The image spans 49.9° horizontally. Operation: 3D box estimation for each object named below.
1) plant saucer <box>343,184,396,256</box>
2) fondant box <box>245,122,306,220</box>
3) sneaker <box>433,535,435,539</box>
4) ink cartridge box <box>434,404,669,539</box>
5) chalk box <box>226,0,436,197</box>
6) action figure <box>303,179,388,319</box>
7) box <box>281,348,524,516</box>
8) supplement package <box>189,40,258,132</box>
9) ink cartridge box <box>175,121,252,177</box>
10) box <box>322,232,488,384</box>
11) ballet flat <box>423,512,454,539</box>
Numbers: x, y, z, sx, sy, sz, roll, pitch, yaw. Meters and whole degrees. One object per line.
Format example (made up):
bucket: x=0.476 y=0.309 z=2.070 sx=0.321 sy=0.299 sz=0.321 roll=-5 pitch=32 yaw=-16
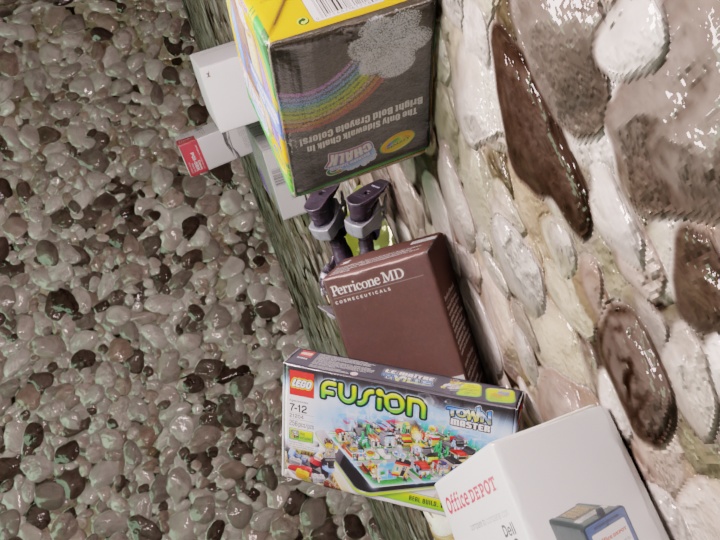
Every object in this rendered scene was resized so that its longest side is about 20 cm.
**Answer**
plant saucer: x=0.018 y=-0.005 z=0.960 sx=0.200 sy=0.031 sz=0.202 roll=159 pitch=91 yaw=-81
fondant box: x=-0.168 y=-0.205 z=1.537 sx=0.200 sy=0.058 sz=0.146 roll=-124 pitch=16 yaw=-60
sneaker: x=0.142 y=0.420 z=0.984 sx=0.088 sy=0.073 sz=0.202 roll=-162 pitch=52 yaw=-81
ink cartridge box: x=0.133 y=0.204 z=0.487 sx=0.146 sy=0.086 sz=0.202 roll=112 pitch=141 yaw=-64
chalk box: x=-0.023 y=-0.152 z=0.599 sx=0.201 sy=0.123 sz=0.125 roll=88 pitch=160 yaw=-58
action figure: x=0.000 y=0.000 z=0.851 sx=0.129 sy=0.069 sz=0.202 roll=12 pitch=131 yaw=26
box: x=0.030 y=0.137 z=0.643 sx=0.035 sy=0.198 sz=0.112 roll=-38 pitch=-47 yaw=-64
supplement package: x=-0.233 y=-0.345 z=1.426 sx=0.200 sy=0.120 sz=0.121 roll=-127 pitch=20 yaw=-63
ink cartridge box: x=-0.331 y=-0.306 z=1.838 sx=0.147 sy=0.198 sz=0.084 roll=-132 pitch=20 yaw=-67
box: x=0.050 y=0.079 z=0.680 sx=0.075 sy=0.099 sz=0.202 roll=-40 pitch=-67 yaw=-68
ballet flat: x=0.093 y=0.284 z=0.972 sx=0.063 sy=0.069 sz=0.200 roll=36 pitch=-168 yaw=-33
